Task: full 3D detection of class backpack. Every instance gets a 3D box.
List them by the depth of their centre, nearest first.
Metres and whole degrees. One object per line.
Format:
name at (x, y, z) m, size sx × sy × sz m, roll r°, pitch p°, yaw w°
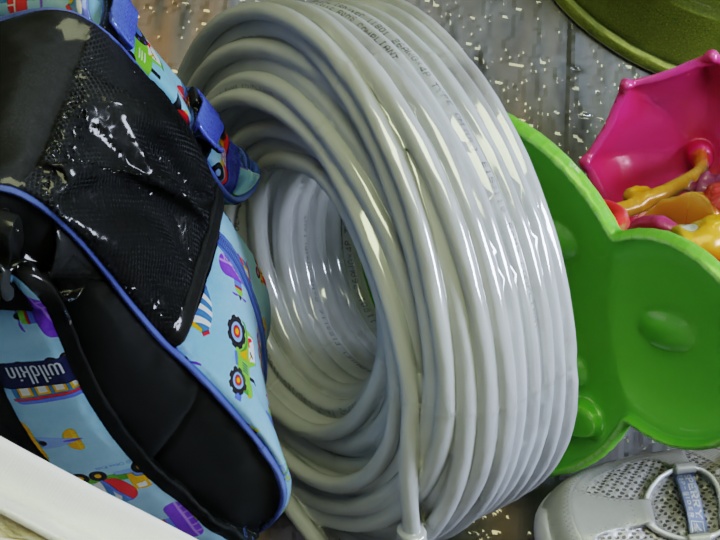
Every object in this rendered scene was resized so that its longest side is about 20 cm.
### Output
backpack at (-0.111, 0.012, 0.870) m, size 0.183 × 0.200 × 0.135 m, roll -13°, pitch 47°, yaw 30°

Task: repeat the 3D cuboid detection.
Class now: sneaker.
sneaker at (0.161, 0.082, 0.956) m, size 0.200 × 0.082 × 0.075 m, roll -5°, pitch 55°, yaw -15°

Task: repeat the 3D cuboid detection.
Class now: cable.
cable at (0.000, 0.000, 0.910) m, size 0.069 × 0.200 × 0.200 m, roll -16°, pitch 46°, yaw -30°

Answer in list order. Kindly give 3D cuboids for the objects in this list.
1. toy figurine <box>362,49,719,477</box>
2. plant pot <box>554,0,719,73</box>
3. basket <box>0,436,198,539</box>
toy figurine at (0.123, -0.019, 0.985) m, size 0.200 × 0.150 × 0.184 m, roll 14°, pitch 31°, yaw 42°
plant pot at (0.185, -0.212, 1.110) m, size 0.200 × 0.193 × 0.200 m, roll 6°, pitch 53°, yaw -8°
basket at (-0.122, 0.135, 0.769) m, size 0.200 × 0.136 × 0.123 m, roll 28°, pitch 57°, yaw 9°
